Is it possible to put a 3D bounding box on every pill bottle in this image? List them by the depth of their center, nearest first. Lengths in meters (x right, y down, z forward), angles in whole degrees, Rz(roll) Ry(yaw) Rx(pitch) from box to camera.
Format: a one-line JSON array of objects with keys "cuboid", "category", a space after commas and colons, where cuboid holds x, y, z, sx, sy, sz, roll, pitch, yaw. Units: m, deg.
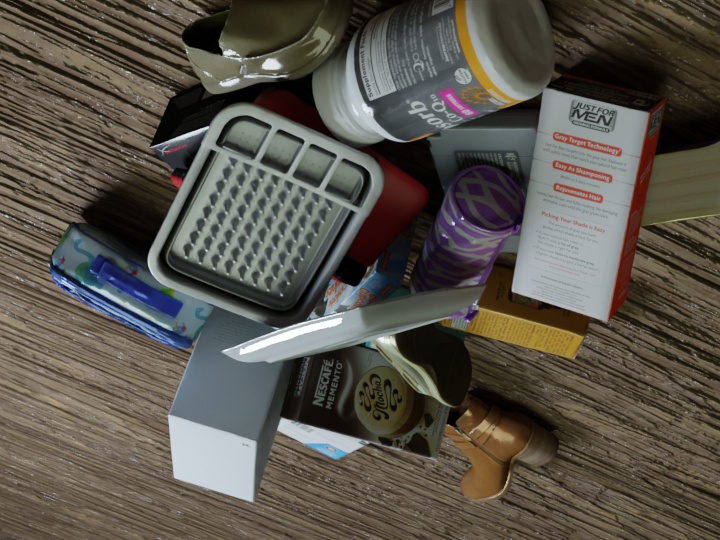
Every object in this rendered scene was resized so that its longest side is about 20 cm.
[{"cuboid": [0.060, -0.179, 1.061, 0.199, 0.117, 0.116, -16, 136, 41], "category": "pill bottle"}]

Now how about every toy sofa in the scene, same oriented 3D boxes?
[{"cuboid": [0.295, -0.074, 1.145, 0.198, 0.083, 0.099, -9, 99, 34], "category": "toy sofa"}]

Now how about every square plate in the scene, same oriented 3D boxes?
[{"cuboid": [-0.004, 0.056, 1.205, 0.199, 0.029, 0.197, -19, 173, 41], "category": "square plate"}]

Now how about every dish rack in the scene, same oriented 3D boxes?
[{"cuboid": [-0.090, -0.054, 1.138, 0.170, 0.044, 0.201, 22, 114, -20], "category": "dish rack"}]

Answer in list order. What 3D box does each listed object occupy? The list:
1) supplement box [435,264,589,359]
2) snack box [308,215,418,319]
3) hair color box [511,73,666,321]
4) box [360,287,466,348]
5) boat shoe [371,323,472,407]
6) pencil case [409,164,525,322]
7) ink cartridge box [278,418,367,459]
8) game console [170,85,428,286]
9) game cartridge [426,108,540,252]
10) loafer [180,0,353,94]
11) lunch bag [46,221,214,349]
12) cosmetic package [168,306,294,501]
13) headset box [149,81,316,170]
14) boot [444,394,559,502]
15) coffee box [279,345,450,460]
[{"cuboid": [0.160, 0.038, 1.392, 0.198, 0.067, 0.069, 14, 148, 5], "category": "supplement box"}, {"cuboid": [0.000, 0.000, 1.358, 0.037, 0.117, 0.200, 24, 147, -16], "category": "snack box"}, {"cuboid": [0.206, -0.066, 1.112, 0.101, 0.061, 0.202, 18, 118, 23], "category": "hair color box"}, {"cuboid": [0.031, 0.058, 1.496, 0.198, 0.050, 0.083, 14, 148, 3], "category": "box"}, {"cuboid": [0.069, 0.099, 1.424, 0.063, 0.074, 0.200, 12, 163, 36], "category": "boat shoe"}, {"cuboid": [0.107, -0.021, 1.242, 0.086, 0.084, 0.201, 47, 154, 17], "category": "pencil case"}, {"cuboid": [-0.023, 0.187, 1.697, 0.115, 0.068, 0.200, 29, 146, -19], "category": "ink cartridge box"}, {"cuboid": [-0.063, -0.084, 1.213, 0.199, 0.119, 0.172, 33, 174, -23], "category": "game console"}, {"cuboid": [0.149, -0.089, 1.234, 0.132, 0.042, 0.201, -1, 144, 18], "category": "game cartridge"}, {"cuboid": [-0.092, -0.214, 1.115, 0.199, 0.077, 0.067, -15, 143, 39], "category": "loafer"}, {"cuboid": [-0.281, 0.017, 1.487, 0.199, 0.083, 0.161, 30, 178, -18], "category": "lunch bag"}, {"cuboid": [-0.163, 0.163, 1.601, 0.122, 0.202, 0.200, 14, 147, 3], "category": "cosmetic package"}, {"cuboid": [-0.094, -0.111, 1.271, 0.148, 0.078, 0.200, -13, 136, 38], "category": "headset box"}, {"cuboid": [0.159, 0.242, 1.699, 0.154, 0.074, 0.200, 28, 134, -20], "category": "boot"}, {"cuboid": [0.010, 0.160, 1.555, 0.198, 0.114, 0.080, 17, 173, -20], "category": "coffee box"}]
